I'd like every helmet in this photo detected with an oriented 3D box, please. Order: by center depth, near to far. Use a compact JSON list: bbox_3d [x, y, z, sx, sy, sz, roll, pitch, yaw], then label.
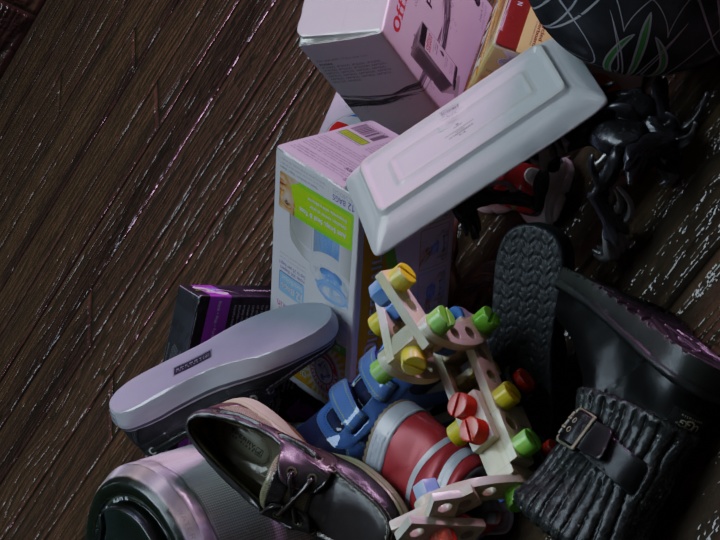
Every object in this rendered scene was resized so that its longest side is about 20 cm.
[{"bbox_3d":[0.201,-0.229,1.498,0.200,0.199,0.192,-27,51,58],"label":"helmet"}]

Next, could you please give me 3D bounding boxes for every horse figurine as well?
[{"bbox_3d":[0.054,-0.017,1.774,0.200,0.050,0.133,-125,33,-50],"label":"horse figurine"}]

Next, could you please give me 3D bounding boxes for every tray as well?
[{"bbox_3d":[0.077,-0.098,1.546,0.199,0.022,0.108,-33,34,8],"label":"tray"}]

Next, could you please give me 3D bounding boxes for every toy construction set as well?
[{"bbox_3d":[0.067,0.100,1.467,0.092,0.131,0.201,-27,57,34],"label":"toy construction set"}]

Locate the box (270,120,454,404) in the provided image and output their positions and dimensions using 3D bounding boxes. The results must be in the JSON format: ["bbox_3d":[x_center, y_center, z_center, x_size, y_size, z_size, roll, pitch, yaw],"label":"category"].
[{"bbox_3d":[0.000,0.000,1.700,0.112,0.101,0.201,33,129,42],"label":"box"}]

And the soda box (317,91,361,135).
[{"bbox_3d":[0.009,-0.123,1.915,0.068,0.064,0.201,1,45,22],"label":"soda box"}]

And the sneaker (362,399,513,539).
[{"bbox_3d":[0.047,0.207,1.568,0.112,0.071,0.201,30,122,40],"label":"sneaker"}]

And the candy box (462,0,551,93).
[{"bbox_3d":[0.133,-0.198,1.719,0.200,0.055,0.116,120,170,-79],"label":"candy box"}]

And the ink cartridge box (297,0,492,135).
[{"bbox_3d":[0.039,-0.200,1.814,0.082,0.200,0.148,-3,60,29],"label":"ink cartridge box"}]

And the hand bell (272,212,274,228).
[{"bbox_3d":[-0.004,0.009,1.897,0.104,0.104,0.200,-55,36,26],"label":"hand bell"}]

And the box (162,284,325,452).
[{"bbox_3d":[-0.079,0.084,1.783,0.036,0.199,0.144,27,108,46],"label":"box"}]

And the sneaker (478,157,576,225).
[{"bbox_3d":[0.103,-0.091,1.722,0.077,0.085,0.200,-66,22,-2],"label":"sneaker"}]

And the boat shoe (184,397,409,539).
[{"bbox_3d":[-0.050,0.158,1.560,0.199,0.065,0.074,27,108,34],"label":"boat shoe"}]

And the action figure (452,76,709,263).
[{"bbox_3d":[0.168,-0.077,1.545,0.199,0.102,0.119,-7,44,33],"label":"action figure"}]

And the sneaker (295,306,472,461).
[{"bbox_3d":[0.018,0.094,1.622,0.199,0.082,0.074,-31,40,-1],"label":"sneaker"}]

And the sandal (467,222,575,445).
[{"bbox_3d":[0.124,0.065,1.546,0.075,0.048,0.202,20,106,33],"label":"sandal"}]

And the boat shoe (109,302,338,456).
[{"bbox_3d":[-0.098,0.091,1.671,0.199,0.066,0.070,-26,26,10],"label":"boat shoe"}]

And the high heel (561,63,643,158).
[{"bbox_3d":[0.179,-0.179,1.647,0.201,0.067,0.096,-60,32,3],"label":"high heel"}]

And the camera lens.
[{"bbox_3d":[-0.103,0.211,1.678,0.160,0.199,0.161,18,114,46],"label":"camera lens"}]

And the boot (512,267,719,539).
[{"bbox_3d":[0.156,0.096,1.419,0.158,0.079,0.211,-62,22,10],"label":"boot"}]
